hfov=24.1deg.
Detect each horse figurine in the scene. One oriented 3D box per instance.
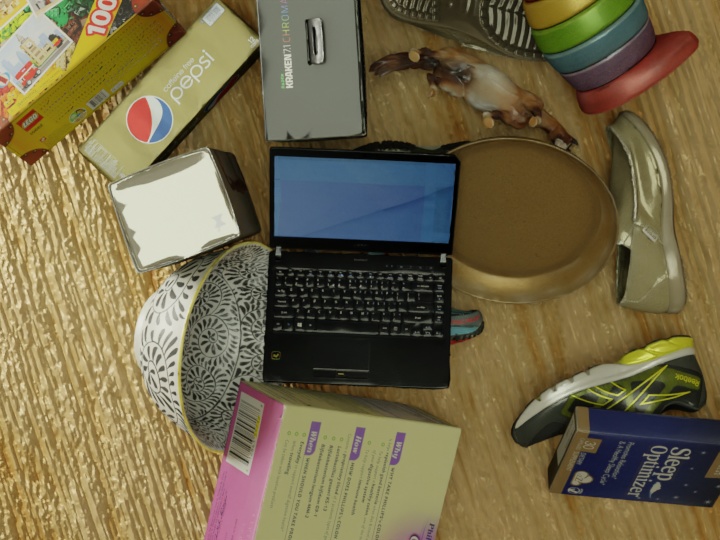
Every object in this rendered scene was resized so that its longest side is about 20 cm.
[{"bbox_3d":[0.112,-0.170,1.601,0.200,0.133,0.050,28,108,12],"label":"horse figurine"}]

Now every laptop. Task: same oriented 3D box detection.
[{"bbox_3d":[0.000,0.000,1.548,0.177,0.103,0.201,3,76,0],"label":"laptop"}]

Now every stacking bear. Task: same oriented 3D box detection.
[{"bbox_3d":[0.199,-0.255,1.550,0.114,0.121,0.200,-42,108,-18],"label":"stacking bear"}]

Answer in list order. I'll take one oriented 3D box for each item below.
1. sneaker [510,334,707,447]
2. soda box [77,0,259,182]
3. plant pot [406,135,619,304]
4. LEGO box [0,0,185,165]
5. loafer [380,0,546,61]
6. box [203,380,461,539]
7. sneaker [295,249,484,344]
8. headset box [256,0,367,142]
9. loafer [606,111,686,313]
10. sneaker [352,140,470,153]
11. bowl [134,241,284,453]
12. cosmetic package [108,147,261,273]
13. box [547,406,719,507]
[{"bbox_3d":[0.243,0.132,1.624,0.200,0.074,0.085,-25,78,2],"label":"sneaker"},{"bbox_3d":[-0.179,-0.166,1.620,0.064,0.068,0.200,44,93,-1],"label":"soda box"},{"bbox_3d":[0.142,-0.051,1.581,0.199,0.028,0.200,5,131,6],"label":"plant pot"},{"bbox_3d":[-0.289,-0.224,1.585,0.200,0.077,0.149,-40,65,3],"label":"LEGO box"},{"bbox_3d":[0.109,-0.252,1.613,0.199,0.068,0.076,16,95,-16],"label":"loafer"},{"bbox_3d":[-0.028,0.209,1.589,0.200,0.097,0.176,10,95,-31],"label":"box"},{"bbox_3d":[0.026,0.021,1.626,0.199,0.079,0.096,9,84,-8],"label":"sneaker"},{"bbox_3d":[-0.044,-0.206,1.550,0.092,0.200,0.175,-3,93,1],"label":"headset box"},{"bbox_3d":[0.262,-0.051,1.611,0.068,0.076,0.201,-13,94,-5],"label":"loafer"},{"bbox_3d":[0.082,-0.073,1.637,0.199,0.077,0.089,4,125,-1],"label":"sneaker"},{"bbox_3d":[-0.152,0.065,1.598,0.094,0.201,0.201,10,95,27],"label":"bowl"},{"bbox_3d":[-0.159,-0.057,1.561,0.103,0.200,0.088,-20,92,1],"label":"cosmetic package"},{"bbox_3d":[0.289,0.181,1.611,0.199,0.121,0.032,5,53,-6],"label":"box"}]
